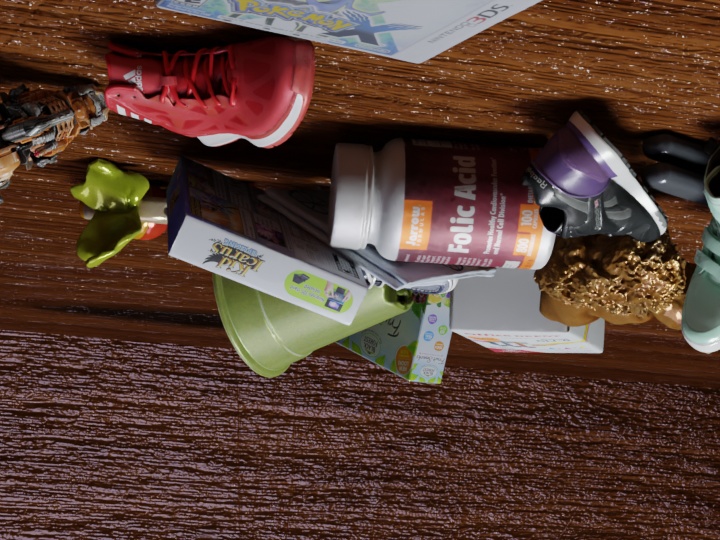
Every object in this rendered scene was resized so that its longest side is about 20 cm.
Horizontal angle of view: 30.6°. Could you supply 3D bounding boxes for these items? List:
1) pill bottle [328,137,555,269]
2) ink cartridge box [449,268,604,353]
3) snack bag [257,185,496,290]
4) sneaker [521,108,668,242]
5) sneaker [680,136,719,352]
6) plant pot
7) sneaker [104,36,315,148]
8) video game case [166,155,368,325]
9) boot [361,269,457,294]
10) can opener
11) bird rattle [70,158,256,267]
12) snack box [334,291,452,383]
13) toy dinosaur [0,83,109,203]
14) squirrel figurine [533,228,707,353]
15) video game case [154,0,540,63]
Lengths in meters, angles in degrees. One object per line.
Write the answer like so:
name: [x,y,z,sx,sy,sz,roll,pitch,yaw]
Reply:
pill bottle: [0.073,-0.063,1.204,0.200,0.114,0.114,3,171,-5]
ink cartridge box: [0.201,0.016,1.556,0.145,0.145,0.200,0,169,22]
snack bag: [0.020,-0.035,1.323,0.188,0.021,0.200,32,-162,25]
sneaker: [0.198,-0.063,1.148,0.088,0.076,0.200,-42,143,9]
sneaker: [0.312,-0.029,1.143,0.118,0.201,0.074,16,-169,-44]
plant pot: [-0.042,0.008,1.550,0.190,0.200,0.200,-15,165,22]
sneaker: [-0.122,-0.132,0.960,0.115,0.078,0.200,7,169,-30]
video game case: [-0.095,-0.032,1.257,0.181,0.045,0.200,23,-165,-16]
boot: [0.000,0.000,1.407,0.200,0.090,0.073,19,140,13]
can opener: [0.321,-0.079,1.211,0.200,0.053,0.066,12,167,-43]
bird rattle: [-0.222,-0.070,1.431,0.200,0.113,0.163,-7,-171,-31]
snack box: [0.043,0.046,1.640,0.053,0.142,0.200,7,-173,-31]
toy dinosaur: [-0.303,-0.108,1.057,0.200,0.102,0.136,-3,180,-38]
squirrel figurine: [0.279,0.014,1.313,0.186,0.142,0.200,23,-175,20]
video game case: [-0.003,-0.177,0.811,0.200,0.022,0.182,8,169,-27]
